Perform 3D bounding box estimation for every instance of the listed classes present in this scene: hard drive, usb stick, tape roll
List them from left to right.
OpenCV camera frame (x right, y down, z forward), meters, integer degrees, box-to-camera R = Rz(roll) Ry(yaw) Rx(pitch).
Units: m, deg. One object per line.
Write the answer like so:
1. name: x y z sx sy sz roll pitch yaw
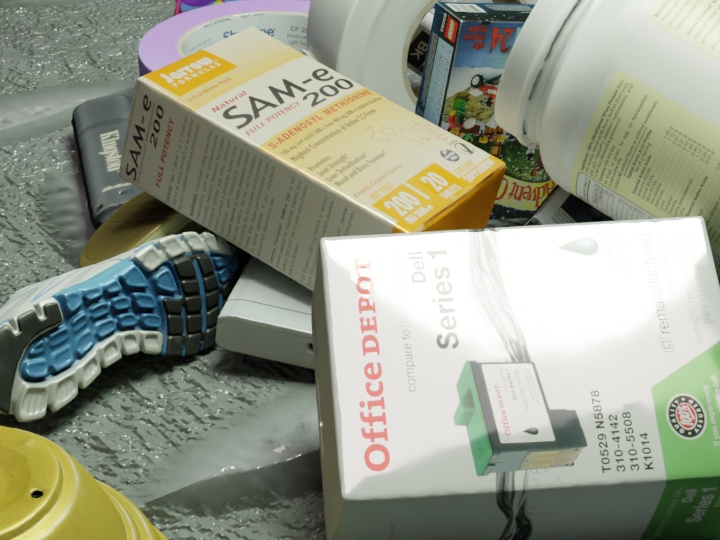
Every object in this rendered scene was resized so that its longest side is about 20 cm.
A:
1. usb stick: -0.175 -0.077 1.119 0.055 0.033 0.200 -7 30 -11
2. tape roll: -0.073 -0.149 1.215 0.198 0.066 0.201 0 30 0
3. hard drive: 0.000 0.000 0.971 0.131 0.027 0.200 12 30 7
4. tape roll: 0.064 -0.164 1.099 0.201 0.204 0.071 -11 31 -19

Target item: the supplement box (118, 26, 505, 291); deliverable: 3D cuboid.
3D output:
1. supplement box: -0.029 -0.062 0.944 0.199 0.074 0.126 30 35 18

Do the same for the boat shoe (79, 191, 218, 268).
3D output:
1. boat shoe: -0.104 -0.033 1.020 0.073 0.063 0.201 -7 24 35

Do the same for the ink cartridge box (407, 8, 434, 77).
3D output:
1. ink cartridge box: 0.065 -0.172 1.205 0.199 0.039 0.100 30 22 -29

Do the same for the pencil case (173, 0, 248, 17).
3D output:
1. pencil case: -0.099 -0.256 1.388 0.088 0.089 0.200 6 29 12

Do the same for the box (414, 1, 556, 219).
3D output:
1. box: 0.131 -0.104 1.021 0.199 0.138 0.038 -4 28 -26

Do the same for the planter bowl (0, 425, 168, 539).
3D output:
1. planter bowl: -0.177 0.128 0.703 0.199 0.084 0.201 0 29 0

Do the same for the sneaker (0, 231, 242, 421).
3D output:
1. sneaker: -0.157 0.023 0.908 0.199 0.076 0.086 -20 18 -42

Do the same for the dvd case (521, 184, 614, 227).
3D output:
1. dvd case: 0.187 -0.017 0.932 0.150 0.025 0.200 43 39 1

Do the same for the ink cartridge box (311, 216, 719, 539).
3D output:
1. ink cartridge box: 0.078 0.058 0.766 0.198 0.085 0.147 -4 60 -5

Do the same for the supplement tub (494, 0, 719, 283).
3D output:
1. supplement tub: 0.188 -0.082 0.840 0.199 0.146 0.145 33 40 17
